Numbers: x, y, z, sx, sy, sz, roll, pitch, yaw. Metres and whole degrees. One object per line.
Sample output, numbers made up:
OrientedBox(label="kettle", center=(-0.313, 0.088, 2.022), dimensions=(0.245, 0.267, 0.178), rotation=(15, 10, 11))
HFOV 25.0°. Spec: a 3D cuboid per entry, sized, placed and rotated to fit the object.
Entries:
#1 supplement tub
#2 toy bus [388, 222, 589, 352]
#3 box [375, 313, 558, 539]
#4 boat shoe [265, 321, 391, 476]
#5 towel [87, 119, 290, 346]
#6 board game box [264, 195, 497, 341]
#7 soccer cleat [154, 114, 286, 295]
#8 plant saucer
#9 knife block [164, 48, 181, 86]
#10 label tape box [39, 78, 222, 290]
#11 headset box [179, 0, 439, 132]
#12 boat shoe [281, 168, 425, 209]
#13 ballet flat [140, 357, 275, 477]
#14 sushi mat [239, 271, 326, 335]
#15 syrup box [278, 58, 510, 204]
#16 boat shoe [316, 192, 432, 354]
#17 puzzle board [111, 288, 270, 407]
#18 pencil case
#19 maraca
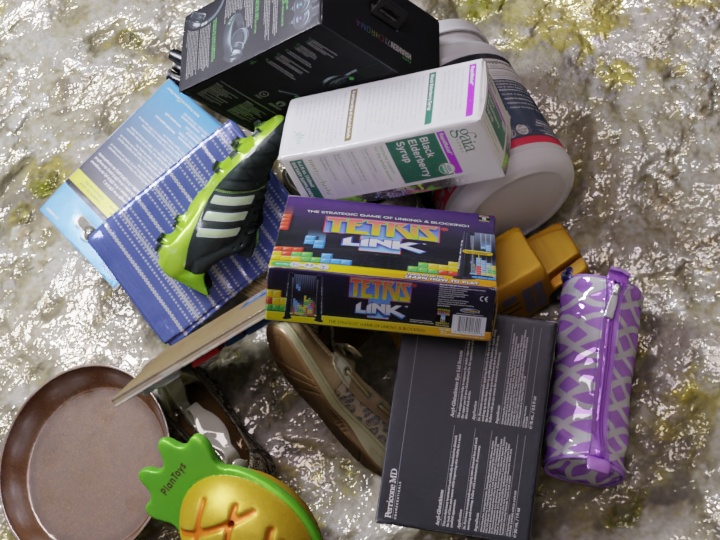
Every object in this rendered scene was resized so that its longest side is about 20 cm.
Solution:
OrientedBox(label="supplement tub", center=(0.110, -0.136, 1.609), dimensions=(0.140, 0.140, 0.201), rotation=(-29, 61, 1))
OrientedBox(label="toy bus", center=(0.120, 0.022, 1.566), dimensions=(0.199, 0.078, 0.065), rotation=(-30, 61, 1))
OrientedBox(label="box", center=(0.097, 0.138, 1.473), dimensions=(0.140, 0.079, 0.201), rotation=(8, 86, 4))
OrientedBox(label="boat shoe", center=(-0.018, 0.107, 1.510), dimensions=(0.063, 0.200, 0.073), rotation=(-45, 35, -15))
OrientedBox(label="towel", center=(-0.161, -0.036, 1.634), dimensions=(0.200, 0.024, 0.145), rotation=(-38, 88, 9))
OrientedBox(label="board game box", center=(0.022, -0.005, 1.452), dimensions=(0.198, 0.057, 0.166), rotation=(5, 26, 1))
OrientedBox(label="soccer cleat", center=(-0.120, -0.064, 1.583), dimensions=(0.081, 0.068, 0.200), rotation=(36, 109, -13))
OrientedBox(label="plant saucer", center=(-0.267, 0.193, 1.600), dimensions=(0.199, 0.034, 0.202), rotation=(-7, 72, 23))
OrientedBox(label="knife block", center=(-0.115, -0.189, 1.724), dimensions=(0.174, 0.064, 0.201), rotation=(-15, 62, -4))
OrientedBox(label="label tape box", center=(-0.219, -0.084, 1.721), dimensions=(0.200, 0.066, 0.143), rotation=(-46, 62, -3))
OrientedBox(label="headset box", center=(-0.042, -0.206, 1.548), dimensions=(0.199, 0.174, 0.093), rotation=(-20, 58, 38))
OrientedBox(label="boat shoe", center=(-0.014, -0.081, 1.603), dimensions=(0.201, 0.060, 0.072), rotation=(24, 68, 47))
OrientedBox(label="ballet flat", center=(-0.157, 0.141, 1.588), dimensions=(0.068, 0.075, 0.200), rotation=(-42, 61, -6))
OrientedBox(label="sushi mat", center=(-0.063, 0.000, 1.612), dimensions=(0.096, 0.012, 0.200), rotation=(-52, 34, -11))
OrientedBox(label="syrup box", center=(0.033, -0.123, 1.501), dimensions=(0.199, 0.079, 0.082), rotation=(-9, 49, 21))
OrientedBox(label="boat shoe", center=(0.000, 0.000, 1.621), dimensions=(0.070, 0.070, 0.201), rotation=(9, 58, 48))
OrientedBox(label="puzzle board", center=(-0.131, 0.059, 1.539), dimensions=(0.199, 0.151, 0.017), rotation=(-30, 97, 18))
OrientedBox(label="pencil case", center=(0.218, 0.099, 1.498), dimensions=(0.083, 0.085, 0.201), rotation=(15, 68, -17))
OrientedBox(label="maraca", center=(-0.118, 0.234, 1.497), dimensions=(0.200, 0.107, 0.137), rotation=(38, 120, 5))
